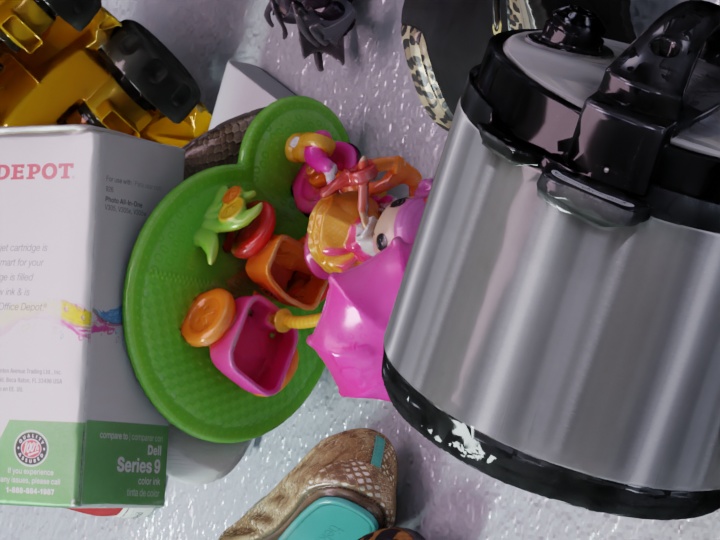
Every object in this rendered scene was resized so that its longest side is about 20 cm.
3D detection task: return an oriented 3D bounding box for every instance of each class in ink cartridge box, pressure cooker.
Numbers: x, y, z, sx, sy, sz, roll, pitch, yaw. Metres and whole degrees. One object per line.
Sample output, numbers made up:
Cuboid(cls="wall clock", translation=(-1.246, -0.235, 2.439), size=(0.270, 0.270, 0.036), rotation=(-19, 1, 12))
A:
Cuboid(cls="ink cartridge box", translation=(-0.179, 0.026, 1.542), size=(0.145, 0.087, 0.201), rotation=(0, 86, 33))
Cuboid(cls="pressure cooker", translation=(0.111, -0.017, 1.191), size=(0.176, 0.178, 0.201), rotation=(47, 124, 58))

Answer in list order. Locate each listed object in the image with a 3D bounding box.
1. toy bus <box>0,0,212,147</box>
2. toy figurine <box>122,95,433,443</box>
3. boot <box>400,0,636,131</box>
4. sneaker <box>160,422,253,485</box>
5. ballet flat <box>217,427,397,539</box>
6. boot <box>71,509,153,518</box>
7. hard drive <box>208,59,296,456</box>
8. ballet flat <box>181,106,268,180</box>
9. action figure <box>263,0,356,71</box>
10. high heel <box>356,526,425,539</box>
Cuboid(cls="toy bus", translation=(-0.206, -0.138, 1.771), size=(0.136, 0.200, 0.192), rotation=(-42, 32, 8))
Cuboid(cls="toy figurine", translation=(0.000, 0.000, 1.480), size=(0.184, 0.150, 0.201), rotation=(3, 61, 48))
Cuboid(cls="boot", translation=(0.076, -0.143, 1.373), size=(0.150, 0.073, 0.201), rotation=(23, 123, 63))
Cuboid(cls="sneaker", translation=(-0.107, 0.069, 1.631), size=(0.200, 0.075, 0.089), rotation=(-107, 30, -52))
Cuboid(cls="ballet flat", translation=(-0.034, 0.144, 1.545), size=(0.200, 0.070, 0.065), rotation=(-39, 22, 47))
Cuboid(cls="boot", translation=(-0.193, 0.048, 1.758), size=(0.072, 0.144, 0.201), rotation=(-27, 58, 58))
Cuboid(cls="hard drive", translation=(-0.072, -0.009, 1.674), size=(0.132, 0.027, 0.201), rotation=(40, 118, 57))
Cuboid(cls="ballet flat", translation=(-0.110, -0.025, 1.600), size=(0.200, 0.067, 0.046), rotation=(-34, 68, 11))
Cuboid(cls="action figure", translation=(-0.009, -0.197, 1.572), size=(0.200, 0.069, 0.131), rotation=(-52, 45, 47))
Cuboid(cls="high heel", translation=(-0.001, 0.233, 1.431), size=(0.143, 0.071, 0.201), rotation=(128, 149, -52))
